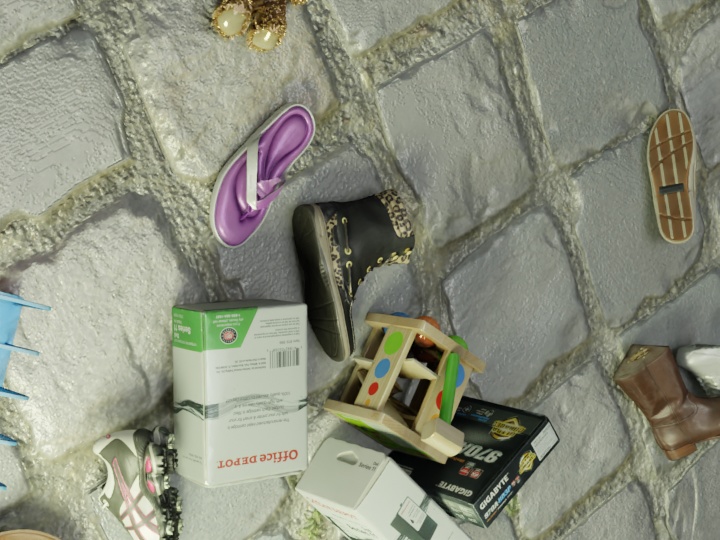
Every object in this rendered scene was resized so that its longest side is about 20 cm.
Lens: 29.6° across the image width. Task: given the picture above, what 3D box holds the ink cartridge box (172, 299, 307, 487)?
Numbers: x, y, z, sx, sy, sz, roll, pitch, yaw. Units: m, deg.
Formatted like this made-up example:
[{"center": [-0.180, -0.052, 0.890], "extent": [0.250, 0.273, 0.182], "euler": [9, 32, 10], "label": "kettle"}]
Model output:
[{"center": [-0.141, 0.141, 1.605], "extent": [0.145, 0.083, 0.203], "euler": [-3, 95, -35], "label": "ink cartridge box"}]

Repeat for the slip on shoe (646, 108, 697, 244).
[{"center": [0.477, -0.141, 2.068], "extent": [0.061, 0.075, 0.203], "euler": [-1, 85, -75], "label": "slip on shoe"}]

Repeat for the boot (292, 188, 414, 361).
[{"center": [0.000, 0.000, 1.720], "extent": [0.149, 0.073, 0.203], "euler": [-18, 98, -34], "label": "boot"}]

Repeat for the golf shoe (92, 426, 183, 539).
[{"center": [-0.251, 0.267, 1.559], "extent": [0.087, 0.077, 0.203], "euler": [1, 113, 6], "label": "golf shoe"}]

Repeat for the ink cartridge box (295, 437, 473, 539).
[{"center": [0.033, 0.310, 1.715], "extent": [0.200, 0.146, 0.083], "euler": [48, 68, -27], "label": "ink cartridge box"}]

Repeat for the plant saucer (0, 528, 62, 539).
[{"center": [-0.384, 0.379, 1.481], "extent": [0.198, 0.036, 0.204], "euler": [-3, 95, -35], "label": "plant saucer"}]

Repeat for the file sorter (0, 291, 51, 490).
[{"center": [-0.413, 0.113, 1.391], "extent": [0.138, 0.122, 0.203], "euler": [17, 83, -35], "label": "file sorter"}]

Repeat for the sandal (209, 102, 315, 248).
[{"center": [-0.116, -0.120, 1.638], "extent": [0.082, 0.050, 0.204], "euler": [39, 71, -31], "label": "sandal"}]

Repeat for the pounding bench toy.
[{"center": [0.082, 0.142, 1.707], "extent": [0.124, 0.199, 0.157], "euler": [35, 74, -32], "label": "pounding bench toy"}]

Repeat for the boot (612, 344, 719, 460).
[{"center": [0.496, 0.171, 2.061], "extent": [0.185, 0.064, 0.201], "euler": [-34, 112, 3], "label": "boot"}]

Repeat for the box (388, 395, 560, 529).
[{"center": [0.136, 0.239, 1.752], "extent": [0.159, 0.199, 0.046], "euler": [-44, 119, -24], "label": "box"}]

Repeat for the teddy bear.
[{"center": [-0.116, -0.361, 1.624], "extent": [0.143, 0.067, 0.203], "euler": [-1, 100, -27], "label": "teddy bear"}]

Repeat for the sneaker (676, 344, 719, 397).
[{"center": [0.567, 0.173, 2.136], "extent": [0.198, 0.078, 0.101], "euler": [18, 79, -35], "label": "sneaker"}]
